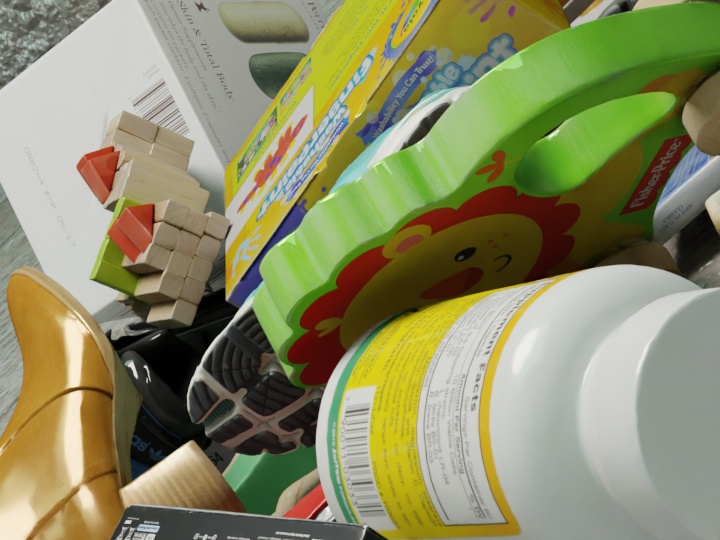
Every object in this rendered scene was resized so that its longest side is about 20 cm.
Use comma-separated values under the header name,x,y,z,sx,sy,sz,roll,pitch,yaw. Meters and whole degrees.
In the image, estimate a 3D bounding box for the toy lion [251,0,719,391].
name,x,y,z,sx,sy,sz,roll,pitch,yaw
toy lion,0.054,-0.024,0.919,0.191,0.069,0.200,-13,-30,-28

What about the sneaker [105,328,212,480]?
name,x,y,z,sx,sy,sz,roll,pitch,yaw
sneaker,-0.137,0.098,1.140,0.111,0.077,0.200,-43,5,33

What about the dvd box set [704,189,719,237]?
name,x,y,z,sx,sy,sz,roll,pitch,yaw
dvd box set,0.210,-0.032,0.894,0.146,0.029,0.200,-39,14,11

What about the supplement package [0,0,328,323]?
name,x,y,z,sx,sy,sz,roll,pitch,yaw
supplement package,-0.102,-0.074,1.445,0.151,0.152,0.200,-33,-12,29

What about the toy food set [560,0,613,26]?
name,x,y,z,sx,sy,sz,roll,pitch,yaw
toy food set,0.093,-0.144,1.326,0.144,0.060,0.200,-45,15,-10

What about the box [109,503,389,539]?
name,x,y,z,sx,sy,sz,roll,pitch,yaw
box,-0.067,0.172,0.889,0.200,0.043,0.161,-6,53,58

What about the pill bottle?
name,x,y,z,sx,sy,sz,roll,pitch,yaw
pill bottle,0.075,0.057,0.825,0.113,0.113,0.200,-48,15,-24

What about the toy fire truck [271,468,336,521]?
name,x,y,z,sx,sy,sz,roll,pitch,yaw
toy fire truck,-0.023,0.121,1.025,0.200,0.049,0.141,-46,15,-13

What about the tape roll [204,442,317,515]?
name,x,y,z,sx,sy,sz,roll,pitch,yaw
tape roll,-0.094,0.135,1.175,0.200,0.048,0.200,-38,15,12

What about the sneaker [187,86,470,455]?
name,x,y,z,sx,sy,sz,roll,pitch,yaw
sneaker,0.000,0.000,1.038,0.200,0.077,0.080,-49,18,2

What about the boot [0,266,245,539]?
name,x,y,z,sx,sy,sz,roll,pitch,yaw
boot,-0.158,0.094,1.061,0.144,0.071,0.201,-36,51,-11

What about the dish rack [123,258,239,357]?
name,x,y,z,sx,sy,sz,roll,pitch,yaw
dish rack,-0.061,0.016,1.333,0.153,0.055,0.200,-20,12,-6

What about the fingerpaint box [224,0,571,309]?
name,x,y,z,sx,sy,sz,roll,pitch,yaw
fingerpaint box,0.014,-0.078,1.154,0.200,0.073,0.167,-54,16,18

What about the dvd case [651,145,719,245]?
name,x,y,z,sx,sy,sz,roll,pitch,yaw
dvd case,0.205,-0.096,1.055,0.200,0.018,0.143,-43,6,23

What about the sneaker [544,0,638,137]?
name,x,y,z,sx,sy,sz,roll,pitch,yaw
sneaker,0.108,-0.056,1.124,0.200,0.073,0.082,-52,-1,28

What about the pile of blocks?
name,x,y,z,sx,sy,sz,roll,pitch,yaw
pile of blocks,-0.124,-0.027,1.235,0.082,0.062,0.200,-62,18,13
